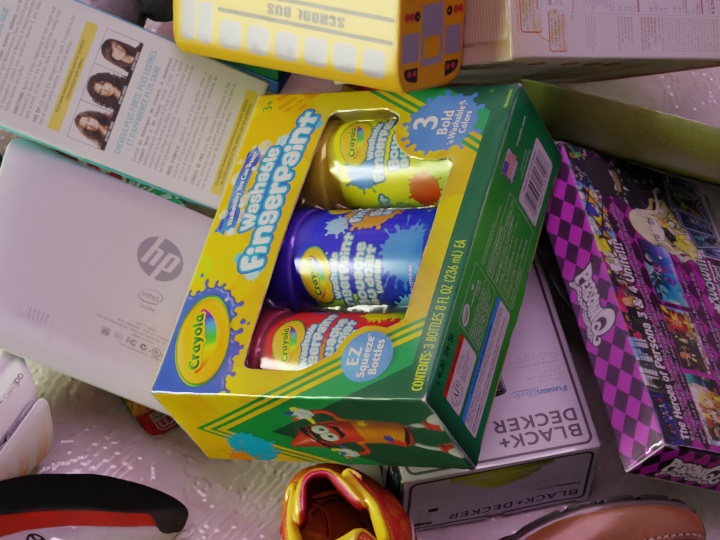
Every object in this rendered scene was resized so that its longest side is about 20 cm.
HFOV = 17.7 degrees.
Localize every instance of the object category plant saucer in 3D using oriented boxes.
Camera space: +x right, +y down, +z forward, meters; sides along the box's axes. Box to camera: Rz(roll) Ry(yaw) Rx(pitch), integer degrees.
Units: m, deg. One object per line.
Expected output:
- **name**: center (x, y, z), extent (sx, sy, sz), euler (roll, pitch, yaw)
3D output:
- **plant saucer**: center (0.185, -0.071, 1.344), extent (0.199, 0.200, 0.031), euler (15, 93, 7)

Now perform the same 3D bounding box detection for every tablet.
- **tablet**: center (-0.118, 0.014, 1.284), extent (0.199, 0.014, 0.131), euler (23, 55, -18)

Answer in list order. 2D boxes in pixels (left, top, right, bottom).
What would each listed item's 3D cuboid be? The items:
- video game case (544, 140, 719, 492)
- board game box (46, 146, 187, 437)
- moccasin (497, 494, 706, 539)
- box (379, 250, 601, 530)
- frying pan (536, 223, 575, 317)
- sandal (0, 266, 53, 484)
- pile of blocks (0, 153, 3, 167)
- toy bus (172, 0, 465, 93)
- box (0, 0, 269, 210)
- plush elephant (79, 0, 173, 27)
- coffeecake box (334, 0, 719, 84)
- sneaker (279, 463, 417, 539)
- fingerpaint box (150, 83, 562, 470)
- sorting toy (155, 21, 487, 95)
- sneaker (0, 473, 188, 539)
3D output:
- **video game case**: center (0.191, 0.034, 1.285), extent (0.181, 0.036, 0.201), euler (15, 47, -39)
- **board game box**: center (-0.132, 0.001, 1.350), extent (0.095, 0.030, 0.200), euler (-27, 64, -21)
- **moccasin**: center (0.092, 0.175, 1.216), extent (0.200, 0.074, 0.078), euler (-17, 66, -17)
- **box**: center (0.054, 0.041, 1.312), extent (0.116, 0.060, 0.201), euler (-8, 57, -9)
- **frying pan**: center (0.152, 0.026, 1.338), extent (0.031, 0.190, 0.115), euler (-28, 11, 21)
- **sandal**: center (-0.188, 0.072, 1.263), extent (0.059, 0.079, 0.207), euler (32, 63, -6)
- **pile of blocks**: center (-0.268, -0.076, 1.352), extent (0.199, 0.062, 0.082), euler (18, 61, 20)
- **toy bus**: center (-0.040, -0.153, 1.275), extent (0.199, 0.079, 0.065), euler (14, 21, 35)
- **box**: center (-0.158, -0.106, 1.310), extent (0.199, 0.049, 0.083), euler (22, 87, -26)
- **plush elephant**: center (-0.184, -0.174, 1.391), extent (0.164, 0.200, 0.155), euler (-36, 98, 1)
- **coffeecake box**: center (0.106, -0.149, 1.342), extent (0.199, 0.153, 0.073), euler (-4, 91, -40)
- **sneaker**: center (-0.008, 0.128, 1.188), extent (0.073, 0.078, 0.200), euler (-17, 13, -5)
- **fingerpaint box**: center (0.000, 0.000, 1.235), extent (0.166, 0.073, 0.201), euler (0, 56, 30)
- **sorting toy**: center (-0.007, -0.176, 1.451), extent (0.199, 0.070, 0.199), euler (22, 57, 11)
- **sneaker**: center (-0.182, 0.170, 1.209), extent (0.201, 0.108, 0.067), euler (-2, 15, -45)
